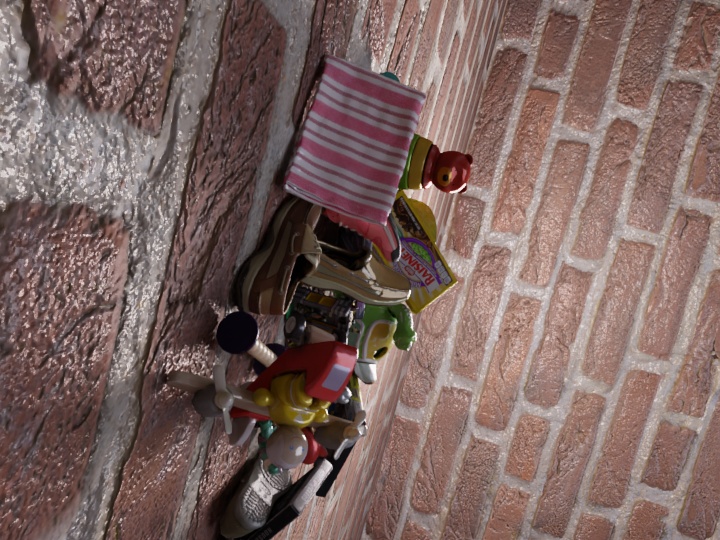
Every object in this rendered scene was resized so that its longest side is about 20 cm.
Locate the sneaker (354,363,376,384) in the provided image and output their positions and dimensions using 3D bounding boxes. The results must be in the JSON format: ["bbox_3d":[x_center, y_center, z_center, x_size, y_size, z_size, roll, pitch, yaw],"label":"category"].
[{"bbox_3d":[0.019,0.130,1.194,0.076,0.092,0.201,41,37,-69],"label":"sneaker"}]

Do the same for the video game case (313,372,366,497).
[{"bbox_3d":[-0.049,0.314,1.169,0.181,0.025,0.200,-105,-143,-61],"label":"video game case"}]

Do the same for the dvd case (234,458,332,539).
[{"bbox_3d":[-0.139,0.390,0.915,0.200,0.025,0.150,-45,175,17],"label":"dvd case"}]

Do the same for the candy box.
[{"bbox_3d":[0.083,-0.032,1.031,0.102,0.200,0.026,-36,-166,-12],"label":"candy box"}]

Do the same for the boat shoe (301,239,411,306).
[{"bbox_3d":[0.000,0.000,0.878,0.076,0.199,0.072,-57,-145,34],"label":"boat shoe"}]

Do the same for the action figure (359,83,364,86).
[{"bbox_3d":[-0.014,-0.174,0.855,0.200,0.065,0.099,90,-12,-53],"label":"action figure"}]

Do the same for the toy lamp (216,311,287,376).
[{"bbox_3d":[-0.131,0.109,0.767,0.200,0.058,0.058,67,41,-68],"label":"toy lamp"}]

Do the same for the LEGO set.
[{"bbox_3d":[-0.046,0.084,0.954,0.154,0.115,0.201,-50,153,-62],"label":"LEGO set"}]

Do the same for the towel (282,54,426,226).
[{"bbox_3d":[-0.005,-0.171,0.760,0.030,0.146,0.201,146,-38,-77],"label":"towel"}]

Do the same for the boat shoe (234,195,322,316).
[{"bbox_3d":[-0.087,-0.017,0.756,0.076,0.074,0.200,90,21,-52],"label":"boat shoe"}]

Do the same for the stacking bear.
[{"bbox_3d":[0.103,-0.195,1.068,0.114,0.199,0.122,-45,149,-65],"label":"stacking bear"}]

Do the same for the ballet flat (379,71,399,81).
[{"bbox_3d":[0.025,-0.244,0.982,0.070,0.067,0.201,125,-23,-58],"label":"ballet flat"}]

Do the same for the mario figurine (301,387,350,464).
[{"bbox_3d":[-0.066,0.281,1.131,0.124,0.106,0.201,71,32,-51],"label":"mario figurine"}]

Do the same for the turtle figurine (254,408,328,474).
[{"bbox_3d":[-0.116,0.207,0.855,0.150,0.101,0.200,-53,178,-16],"label":"turtle figurine"}]

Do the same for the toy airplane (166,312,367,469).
[{"bbox_3d":[-0.094,0.157,0.656,0.200,0.199,0.141,85,-3,-49],"label":"toy airplane"}]

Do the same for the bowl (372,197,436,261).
[{"bbox_3d":[0.038,-0.060,1.118,0.107,0.200,0.201,23,80,-34],"label":"bowl"}]

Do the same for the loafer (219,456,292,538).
[{"bbox_3d":[-0.166,0.346,0.908,0.070,0.075,0.200,-39,176,11],"label":"loafer"}]

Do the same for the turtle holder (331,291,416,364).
[{"bbox_3d":[0.020,0.109,1.095,0.141,0.185,0.132,55,42,-72],"label":"turtle holder"}]

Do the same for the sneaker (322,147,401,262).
[{"bbox_3d":[-0.008,-0.089,0.845,0.200,0.087,0.074,60,12,-26],"label":"sneaker"}]

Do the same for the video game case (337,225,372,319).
[{"bbox_3d":[-0.013,-0.040,0.991,0.143,0.019,0.201,-119,-149,-54],"label":"video game case"}]
